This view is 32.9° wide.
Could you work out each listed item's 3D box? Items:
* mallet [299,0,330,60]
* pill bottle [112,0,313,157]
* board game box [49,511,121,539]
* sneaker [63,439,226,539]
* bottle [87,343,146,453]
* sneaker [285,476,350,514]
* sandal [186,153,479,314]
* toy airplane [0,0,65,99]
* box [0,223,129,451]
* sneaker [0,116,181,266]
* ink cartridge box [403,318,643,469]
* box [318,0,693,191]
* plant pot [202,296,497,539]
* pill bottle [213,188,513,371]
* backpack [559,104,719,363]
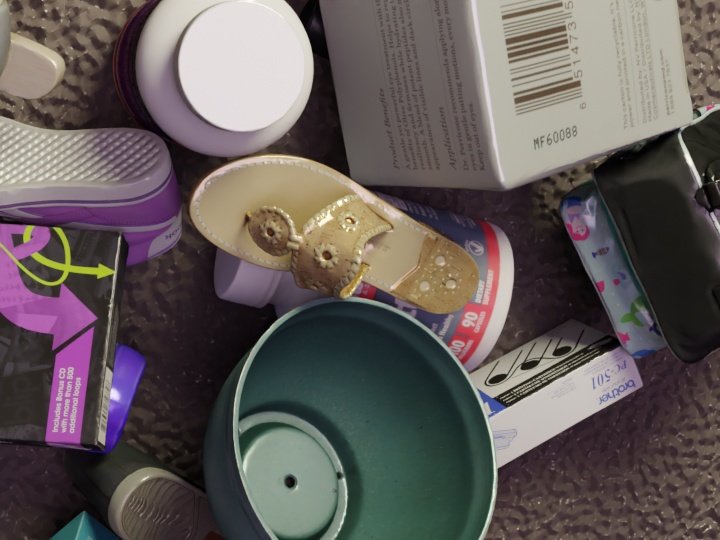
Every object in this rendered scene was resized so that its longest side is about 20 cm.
[{"bbox_3d":[0.022,-0.243,0.914,0.066,0.041,0.200,30,85,-21],"label":"mallet"},{"bbox_3d":[-0.098,-0.134,0.804,0.112,0.200,0.113,-3,100,-17],"label":"pill bottle"},{"bbox_3d":[-0.215,0.287,0.884,0.200,0.047,0.151,-40,110,15],"label":"board game box"},{"bbox_3d":[-0.129,0.188,0.913,0.075,0.106,0.200,-50,128,-13],"label":"sneaker"},{"bbox_3d":[-0.253,0.060,0.848,0.200,0.084,0.065,22,118,-7],"label":"bottle"},{"bbox_3d":[-0.028,0.209,0.950,0.200,0.076,0.088,27,90,-19],"label":"sneaker"},{"bbox_3d":[-0.003,-0.014,0.783,0.212,0.070,0.078,19,102,-27],"label":"sandal"},{"bbox_3d":[-0.309,-0.172,0.761,0.200,0.141,0.199,-22,94,5],"label":"toy airplane"},{"bbox_3d":[-0.259,0.039,0.791,0.200,0.036,0.143,3,74,0],"label":"box"},{"bbox_3d":[-0.223,-0.044,0.849,0.200,0.114,0.073,8,56,8],"label":"sneaker"},{"bbox_3d":[0.114,0.110,0.969,0.200,0.094,0.044,-27,106,-11],"label":"ink cartridge box"},{"bbox_3d":[0.097,-0.174,0.851,0.200,0.171,0.199,-20,106,-34],"label":"box"},{"bbox_3d":[-0.025,0.135,0.833,0.200,0.134,0.201,14,61,-28],"label":"plant pot"},{"bbox_3d":[0.000,0.000,0.902,0.200,0.120,0.120,13,95,-19],"label":"pill bottle"},{"bbox_3d":[0.259,-0.033,0.949,0.200,0.150,0.178,-34,100,-51],"label":"backpack"}]
